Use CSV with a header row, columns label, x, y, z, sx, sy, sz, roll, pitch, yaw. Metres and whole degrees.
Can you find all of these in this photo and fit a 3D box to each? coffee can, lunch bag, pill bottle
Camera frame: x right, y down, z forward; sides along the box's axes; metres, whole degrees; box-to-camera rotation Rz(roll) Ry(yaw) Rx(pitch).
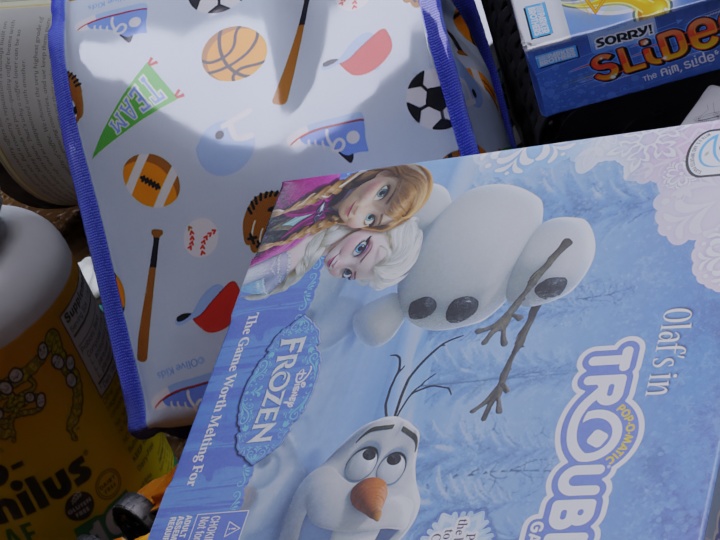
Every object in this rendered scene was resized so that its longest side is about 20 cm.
label,x,y,z,sx,sy,sz,roll,pitch,yaw
coffee can,-0.094,-0.106,1.283,0.200,0.146,0.146,1,37,36
lunch bag,-0.024,-0.047,0.976,0.170,0.200,0.124,-19,-11,11
pill bottle,-0.159,0.044,1.028,0.113,0.200,0.113,-17,30,10

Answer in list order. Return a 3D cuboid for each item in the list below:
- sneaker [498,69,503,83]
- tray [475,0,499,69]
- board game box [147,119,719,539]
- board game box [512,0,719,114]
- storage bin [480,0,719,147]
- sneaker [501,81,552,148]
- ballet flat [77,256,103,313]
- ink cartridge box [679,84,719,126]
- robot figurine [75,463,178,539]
label,x,y,z,sx,sy,sz,roll,pitch,yaw
sneaker,0.106,-0.097,1.193,0.200,0.082,0.074,-17,31,10
tray,0.074,-0.135,1.166,0.200,0.022,0.107,-42,26,-21
board game box,0.038,0.046,0.781,0.199,0.043,0.200,-6,48,30
board game box,0.115,-0.154,0.937,0.135,0.034,0.200,-15,45,5
storage bin,0.162,-0.089,1.000,0.200,0.135,0.094,-19,53,1
sneaker,0.114,-0.047,1.117,0.200,0.071,0.083,8,36,39
ballet flat,-0.104,0.014,1.132,0.069,0.069,0.200,-33,9,-18
ink cartridge box,0.109,0.026,0.817,0.099,0.039,0.200,17,62,48
robot figurine,-0.058,0.108,0.923,0.145,0.058,0.200,-43,9,-30
